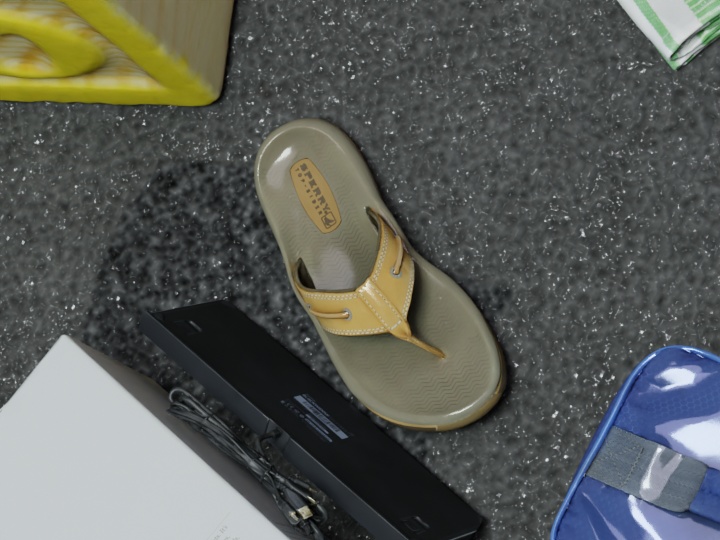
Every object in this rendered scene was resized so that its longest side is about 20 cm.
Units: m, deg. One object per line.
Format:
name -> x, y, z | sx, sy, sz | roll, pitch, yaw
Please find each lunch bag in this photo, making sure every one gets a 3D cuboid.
lunch bag -> 0.195, 0.132, 1.224 | 0.199, 0.132, 0.136 | 24, 84, 23

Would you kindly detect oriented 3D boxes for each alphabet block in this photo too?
alphabet block -> -0.181, -0.211, 1.406 | 0.196, 0.195, 0.201 | 2, 77, 20

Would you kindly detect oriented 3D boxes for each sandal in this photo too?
sandal -> 0.000, 0.000, 1.364 | 0.080, 0.054, 0.200 | -34, 68, 7

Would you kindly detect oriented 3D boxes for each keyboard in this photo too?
keyboard -> -0.037, 0.084, 1.322 | 0.200, 0.127, 0.021 | 39, 114, 23

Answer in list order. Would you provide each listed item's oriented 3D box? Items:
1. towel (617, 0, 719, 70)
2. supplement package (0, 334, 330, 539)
towel -> 0.199, -0.220, 1.376 | 0.200, 0.023, 0.153 | -38, 67, 5
supplement package -> -0.097, 0.147, 1.321 | 0.200, 0.120, 0.121 | 41, 92, 23
